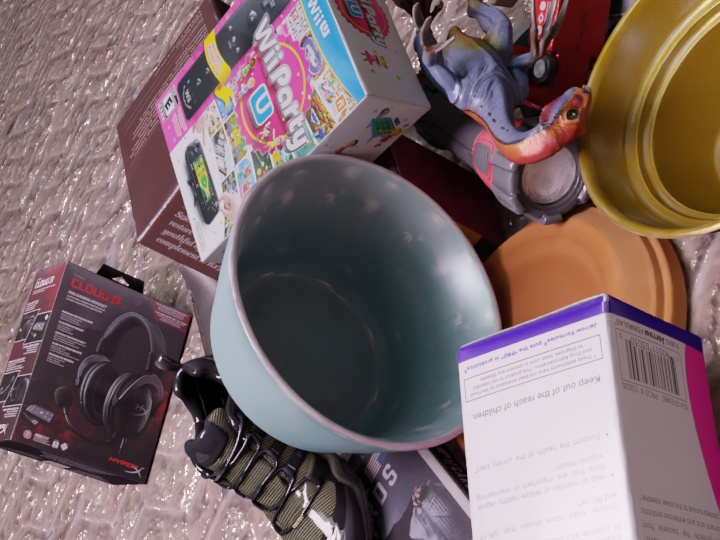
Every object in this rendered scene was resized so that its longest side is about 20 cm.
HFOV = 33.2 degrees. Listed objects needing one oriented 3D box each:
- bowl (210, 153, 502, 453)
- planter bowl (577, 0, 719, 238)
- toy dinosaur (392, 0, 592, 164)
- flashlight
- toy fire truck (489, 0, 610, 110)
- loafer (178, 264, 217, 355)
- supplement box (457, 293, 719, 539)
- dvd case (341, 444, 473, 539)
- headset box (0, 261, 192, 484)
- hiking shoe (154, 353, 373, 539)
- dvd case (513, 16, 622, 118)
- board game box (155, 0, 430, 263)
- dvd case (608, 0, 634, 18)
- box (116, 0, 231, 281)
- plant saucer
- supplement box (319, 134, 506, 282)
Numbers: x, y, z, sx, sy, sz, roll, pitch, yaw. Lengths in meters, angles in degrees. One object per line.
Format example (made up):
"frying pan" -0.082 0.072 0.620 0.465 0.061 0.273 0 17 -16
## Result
"bowl" -0.017 0.037 0.782 0.105 0.200 0.202 -40 38 48
"planter bowl" 0.226 -0.095 0.686 0.200 0.083 0.201 -35 42 38
"toy dinosaur" 0.091 -0.126 0.789 0.105 0.200 0.182 -16 62 0
"flashlight" 0.095 -0.094 0.856 0.068 0.068 0.200 -40 26 1
"toy fire truck" 0.123 -0.219 0.850 0.141 0.049 0.201 30 115 59
"loafer" -0.144 0.011 1.150 0.073 0.072 0.201 -43 38 27
"supplement box" 0.125 0.131 0.622 0.103 0.101 0.201 -24 58 38
"dvd case" 0.026 0.189 0.801 0.151 0.025 0.200 -63 32 14
"headset box" -0.264 0.095 1.193 0.077 0.148 0.201 -12 58 51
"hiking shoe" -0.072 0.136 0.822 0.200 0.100 0.076 51 120 34
"dvd case" 0.188 -0.176 0.852 0.200 0.025 0.151 -43 38 29
"board game box" -0.056 -0.117 0.847 0.200 0.064 0.148 -41 59 37
"dvd case" 0.206 -0.244 0.784 0.200 0.016 0.150 10 98 54
"box" -0.102 -0.107 1.085 0.164 0.166 0.200 -49 34 20
"plant saucer" 0.120 0.044 0.784 0.200 0.037 0.201 -33 44 39
"supplement box" 0.000 0.000 0.917 0.200 0.110 0.086 -46 37 26
